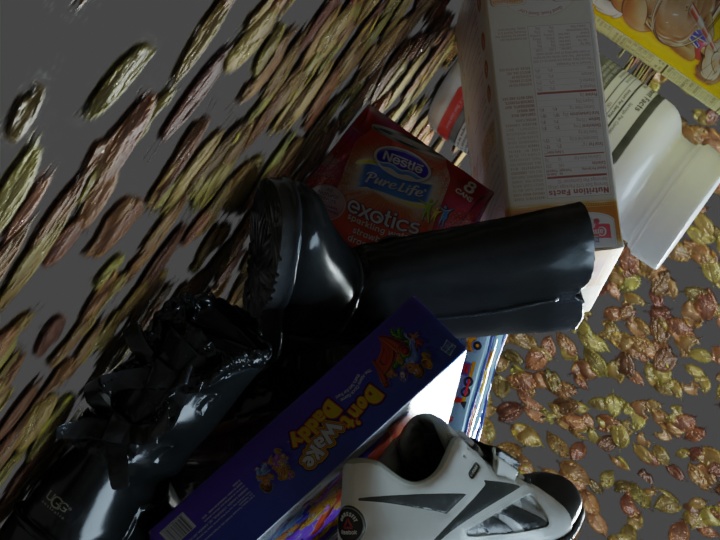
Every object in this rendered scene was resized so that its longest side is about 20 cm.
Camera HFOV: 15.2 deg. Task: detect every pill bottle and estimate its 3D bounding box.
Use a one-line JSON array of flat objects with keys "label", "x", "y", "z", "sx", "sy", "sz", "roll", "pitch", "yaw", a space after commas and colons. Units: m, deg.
[{"label": "pill bottle", "x": 0.157, "y": -0.096, "z": 1.930, "sx": 0.116, "sy": 0.200, "sz": 0.116, "roll": -53, "pitch": 174, "yaw": -8}]

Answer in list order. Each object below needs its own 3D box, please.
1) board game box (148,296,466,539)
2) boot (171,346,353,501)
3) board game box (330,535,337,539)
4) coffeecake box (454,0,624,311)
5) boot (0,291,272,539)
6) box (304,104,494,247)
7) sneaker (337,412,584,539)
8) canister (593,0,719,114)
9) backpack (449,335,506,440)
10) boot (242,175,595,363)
[{"label": "board game box", "x": -0.031, "y": 0.116, "z": 1.512, "sx": 0.200, "sy": 0.045, "sz": 0.135, "roll": -42, "pitch": 165, "yaw": -18}, {"label": "boot", "x": -0.056, "y": 0.108, "z": 1.701, "sx": 0.200, "sy": 0.185, "sz": 0.065, "roll": 106, "pitch": -24, "yaw": -63}, {"label": "board game box", "x": -0.029, "y": 0.217, "z": 1.605, "sx": 0.200, "sy": 0.041, "sz": 0.199, "roll": -49, "pitch": -177, "yaw": -36}, {"label": "coffeecake box", "x": 0.110, "y": -0.086, "z": 1.700, "sx": 0.154, "sy": 0.073, "sz": 0.201, "roll": 104, "pitch": -18, "yaw": -74}, {"label": "boot", "x": -0.109, "y": 0.088, "z": 1.466, "sx": 0.163, "sy": 0.073, "sz": 0.198, "roll": -53, "pitch": 169, "yaw": 9}, {"label": "box", "x": 0.000, "y": 0.000, "z": 1.706, "sx": 0.096, "sy": 0.099, "sz": 0.200, "roll": -51, "pitch": 172, "yaw": -29}, {"label": "sneaker", "x": 0.059, "y": 0.120, "z": 1.499, "sx": 0.199, "sy": 0.074, "sz": 0.089, "roll": -11, "pitch": 96, "yaw": -53}, {"label": "canister", "x": 0.253, "y": -0.177, "z": 1.786, "sx": 0.149, "sy": 0.199, "sz": 0.087, "roll": -56, "pitch": 180, "yaw": -16}, {"label": "backpack", "x": 0.032, "y": 0.061, "z": 1.919, "sx": 0.200, "sy": 0.134, "sz": 0.184, "roll": 37, "pitch": 69, "yaw": -83}, {"label": "boot", "x": 0.038, "y": -0.008, "z": 1.520, "sx": 0.165, "sy": 0.198, "sz": 0.066, "roll": 107, "pitch": -23, "yaw": -64}]
